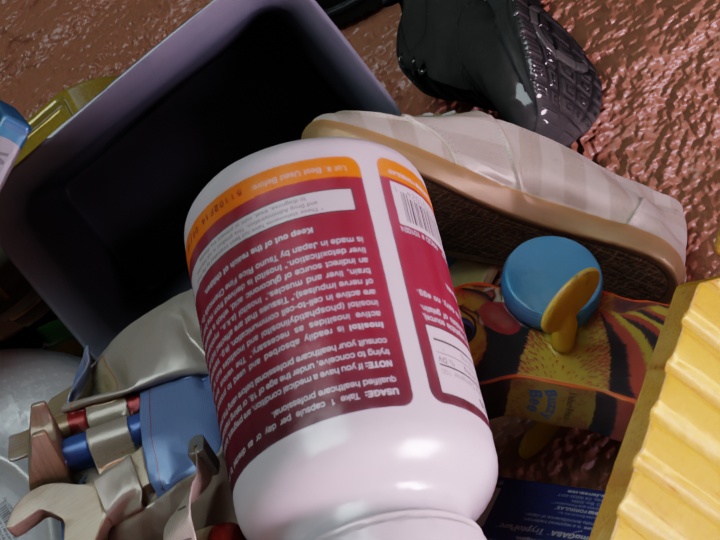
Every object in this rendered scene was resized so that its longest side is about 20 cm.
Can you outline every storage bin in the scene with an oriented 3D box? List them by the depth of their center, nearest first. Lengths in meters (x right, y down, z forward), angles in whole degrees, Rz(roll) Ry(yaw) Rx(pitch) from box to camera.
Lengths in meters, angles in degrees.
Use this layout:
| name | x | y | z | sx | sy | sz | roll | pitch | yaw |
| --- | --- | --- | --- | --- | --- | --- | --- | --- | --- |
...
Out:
| name | x | y | z | sx | sy | sz | roll | pitch | yaw |
| --- | --- | --- | --- | --- | --- | --- | --- | --- | --- |
| storage bin | -0.076 | -0.049 | 1.139 | 0.200 | 0.146 | 0.134 | -39 | 7 | 4 |

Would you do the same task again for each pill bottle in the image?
| name | x | y | z | sx | sy | sz | roll | pitch | yaw |
| --- | --- | --- | --- | --- | --- | --- | --- | --- | --- |
| pill bottle | -0.006 | 0.053 | 0.909 | 0.112 | 0.113 | 0.201 | -25 | 56 | 19 |

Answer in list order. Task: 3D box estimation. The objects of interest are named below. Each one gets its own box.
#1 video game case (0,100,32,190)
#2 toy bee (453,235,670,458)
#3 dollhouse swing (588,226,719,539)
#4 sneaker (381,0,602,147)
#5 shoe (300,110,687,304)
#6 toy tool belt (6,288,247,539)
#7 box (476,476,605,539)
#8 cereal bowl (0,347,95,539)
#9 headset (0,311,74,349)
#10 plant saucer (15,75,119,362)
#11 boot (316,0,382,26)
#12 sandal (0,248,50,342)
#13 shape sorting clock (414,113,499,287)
| name | x | y | z | sx | sy | sz | roll | pitch | yaw |
| --- | --- | --- | --- | --- | --- | --- | --- | --- | --- |
| video game case | -0.223 | 0.008 | 1.097 | 0.201 | 0.018 | 0.143 | -63 | 14 | 1 |
| toy bee | 0.070 | 0.045 | 0.998 | 0.199 | 0.131 | 0.109 | 8 | 52 | 30 |
| dollhouse swing | 0.223 | 0.094 | 0.832 | 0.175 | 0.181 | 0.201 | -12 | 49 | 55 |
| sneaker | 0.067 | -0.118 | 1.172 | 0.091 | 0.076 | 0.201 | -41 | 36 | 17 |
| shoe | 0.067 | -0.039 | 1.053 | 0.198 | 0.070 | 0.054 | 20 | 60 | -2 |
| toy tool belt | -0.101 | 0.104 | 0.970 | 0.122 | 0.125 | 0.201 | -22 | 33 | 12 |
| box | 0.033 | 0.166 | 0.903 | 0.120 | 0.033 | 0.200 | 6 | 41 | 25 |
| cereal bowl | -0.182 | 0.138 | 1.086 | 0.198 | 0.083 | 0.202 | -2 | 83 | 15 |
| headset | -0.180 | 0.104 | 1.192 | 0.199 | 0.094 | 0.124 | -36 | 56 | -14 |
| plant saucer | -0.196 | -0.017 | 1.300 | 0.200 | 0.048 | 0.200 | -40 | 43 | 6 |
| boot | -0.006 | -0.240 | 1.235 | 0.199 | 0.168 | 0.077 | -26 | 47 | 20 |
| sandal | -0.199 | -0.019 | 1.193 | 0.080 | 0.054 | 0.201 | -28 | 28 | 20 |
| shape sorting clock | 0.000 | 0.000 | 1.146 | 0.199 | 0.039 | 0.201 | -26 | 38 | 22 |
